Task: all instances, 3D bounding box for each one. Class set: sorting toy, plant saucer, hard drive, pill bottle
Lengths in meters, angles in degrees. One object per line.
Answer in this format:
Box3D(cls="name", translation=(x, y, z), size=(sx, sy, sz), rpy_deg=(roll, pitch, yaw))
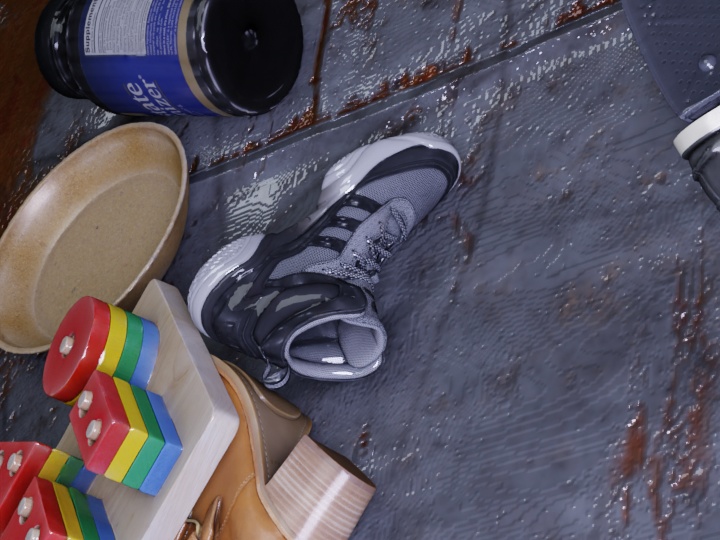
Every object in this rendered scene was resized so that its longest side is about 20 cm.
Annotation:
Box3D(cls="sorting toy", translation=(-0.171, 0.119, 1.205), size=(0.200, 0.069, 0.199), rpy_deg=(-60, 26, 13))
Box3D(cls="plant saucer", translation=(-0.194, -0.017, 1.431), size=(0.200, 0.035, 0.201), rpy_deg=(-26, 42, 26))
Box3D(cls="hard drive", translation=(0.224, -0.176, 1.163), size=(0.135, 0.042, 0.200), rpy_deg=(-33, 39, 20))
Box3D(cls="pill bottle", translation=(-0.149, -0.171, 1.461), size=(0.199, 0.112, 0.112), rpy_deg=(4, 60, 41))

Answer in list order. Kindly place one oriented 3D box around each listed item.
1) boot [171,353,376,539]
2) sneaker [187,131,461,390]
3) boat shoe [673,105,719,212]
Box3D(cls="boot", translation=(-0.088, 0.145, 1.168), size=(0.155, 0.074, 0.200), rpy_deg=(-53, 33, 2))
Box3D(cls="sneaker", translation=(0.000, 0.000, 1.198), size=(0.200, 0.076, 0.114), rpy_deg=(-34, 47, -13))
Box3D(cls="boat shoe", translation=(0.268, -0.095, 1.037), size=(0.201, 0.074, 0.063), rpy_deg=(-32, 77, 4))
